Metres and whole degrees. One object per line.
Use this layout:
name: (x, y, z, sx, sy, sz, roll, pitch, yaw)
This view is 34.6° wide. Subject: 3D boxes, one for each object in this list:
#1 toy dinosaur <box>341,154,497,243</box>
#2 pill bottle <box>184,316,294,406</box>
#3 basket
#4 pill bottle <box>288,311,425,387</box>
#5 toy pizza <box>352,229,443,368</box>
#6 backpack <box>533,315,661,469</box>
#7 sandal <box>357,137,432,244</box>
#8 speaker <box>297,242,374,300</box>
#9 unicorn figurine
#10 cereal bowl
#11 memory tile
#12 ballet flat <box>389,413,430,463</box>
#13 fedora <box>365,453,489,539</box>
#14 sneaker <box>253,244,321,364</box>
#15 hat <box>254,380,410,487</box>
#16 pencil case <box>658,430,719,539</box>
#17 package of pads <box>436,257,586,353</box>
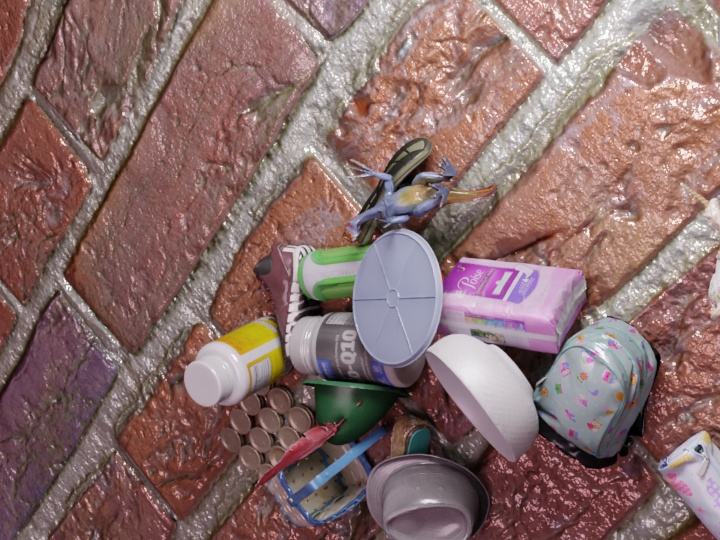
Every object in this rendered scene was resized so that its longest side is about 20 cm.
toy dinosaur: (0.064, -0.084, 1.671, 0.181, 0.200, 0.105, -35, 41, 47)
pill bottle: (-0.199, 0.155, 1.920, 0.109, 0.200, 0.110, 12, 112, 31)
basket: (-0.051, 0.331, 1.902, 0.139, 0.176, 0.200, 51, 145, 10)
pill bottle: (-0.007, 0.123, 1.833, 0.200, 0.114, 0.114, 0, 106, 34)
toy pizza: (0.058, 0.041, 1.674, 0.200, 0.032, 0.201, -8, 80, 52)
backpack: (0.328, 0.167, 1.606, 0.167, 0.127, 0.200, 35, 127, 18)
sandal: (0.056, -0.118, 1.743, 0.057, 0.080, 0.201, 25, 123, -12)
speaker: (0.000, 0.000, 1.803, 0.200, 0.088, 0.089, -7, 102, 36)
unicorn figurine: (0.464, -0.026, 1.443, 0.074, 0.137, 0.201, 2, 107, 34)
cereal bowl: (0.182, 0.166, 1.620, 0.083, 0.200, 0.200, -38, 81, -6)
memory tile: (-0.167, 0.282, 2.058, 0.153, 0.017, 0.200, 39, 123, 17)
ballet flat: (0.070, 0.319, 1.889, 0.065, 0.070, 0.200, 43, 127, 49)
fedora: (0.102, 0.382, 1.818, 0.199, 0.090, 0.177, 5, 114, 6)
sneaker: (-0.128, 0.048, 1.925, 0.115, 0.076, 0.201, 14, 103, 36)
hat: (-0.027, 0.269, 1.825, 0.200, 0.166, 0.177, 1, 78, 33)
pencil case: (0.498, 0.314, 1.569, 0.200, 0.083, 0.091, 51, 149, 8)
package of pads: (0.212, 0.046, 1.650, 0.200, 0.121, 0.076, 8, 131, 32)
